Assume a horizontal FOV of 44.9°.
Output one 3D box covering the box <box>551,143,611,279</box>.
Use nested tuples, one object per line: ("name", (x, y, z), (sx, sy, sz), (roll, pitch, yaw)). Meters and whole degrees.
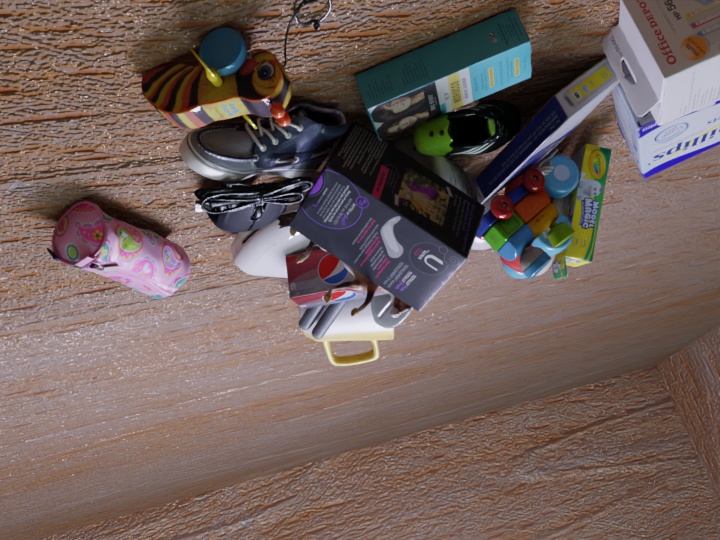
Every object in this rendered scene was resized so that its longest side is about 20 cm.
("box", (0.340, -0.085, 1.354), (0.048, 0.202, 0.117), (13, 178, 3))

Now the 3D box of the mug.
("mug", (-0.026, 0.073, 1.477), (0.151, 0.189, 0.149), (-10, 180, -4))

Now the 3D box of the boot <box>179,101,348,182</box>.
("boot", (-0.107, -0.156, 0.992), (0.199, 0.073, 0.090), (-9, 151, -48))

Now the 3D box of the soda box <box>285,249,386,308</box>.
("soda box", (0.000, 0.000, 1.212), (0.198, 0.064, 0.070), (-11, 162, 9))

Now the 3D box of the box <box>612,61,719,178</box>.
("box", (0.461, -0.243, 1.233), (0.183, 0.106, 0.200), (-25, 159, 13))

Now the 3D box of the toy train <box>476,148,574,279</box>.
("toy train", (0.260, -0.084, 1.235), (0.200, 0.116, 0.085), (-39, 172, -26))

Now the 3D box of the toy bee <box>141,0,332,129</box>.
("toy bee", (-0.115, -0.183, 0.846), (0.199, 0.110, 0.130), (-31, 155, 27))

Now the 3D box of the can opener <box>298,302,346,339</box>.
("can opener", (-0.027, 0.020, 1.383), (0.201, 0.052, 0.066), (-56, 178, 16))

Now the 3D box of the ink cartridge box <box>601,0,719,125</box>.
("ink cartridge box", (0.406, -0.281, 1.053), (0.198, 0.130, 0.125), (-24, 159, 8))

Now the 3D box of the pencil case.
("pencil case", (-0.301, -0.020, 1.109), (0.087, 0.088, 0.200), (-25, 160, 13))

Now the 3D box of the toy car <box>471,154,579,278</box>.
("toy car", (0.213, -0.094, 1.361), (0.198, 0.179, 0.184), (12, 166, -4))

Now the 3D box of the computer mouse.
("computer mouse", (-0.141, -0.075, 1.059), (0.137, 0.053, 0.200), (-9, -178, -17))

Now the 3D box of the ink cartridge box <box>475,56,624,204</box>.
("ink cartridge box", (0.238, -0.179, 1.169), (0.199, 0.047, 0.198), (-34, 172, -37))

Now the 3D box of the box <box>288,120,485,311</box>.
("box", (0.033, -0.066, 1.074), (0.122, 0.199, 0.106), (-51, -172, 45))

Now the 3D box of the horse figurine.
("horse figurine", (-0.018, -0.015, 1.122), (0.132, 0.200, 0.050), (-25, 161, -48))

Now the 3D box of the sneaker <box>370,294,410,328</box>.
("sneaker", (0.071, -0.005, 1.380), (0.070, 0.202, 0.080), (19, -168, 11))

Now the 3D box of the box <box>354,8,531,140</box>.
("box", (0.098, -0.226, 1.017), (0.198, 0.050, 0.082), (-22, 159, 4))

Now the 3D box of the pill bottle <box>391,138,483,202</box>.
("pill bottle", (0.102, -0.103, 1.231), (0.114, 0.115, 0.200), (-28, 157, 21))

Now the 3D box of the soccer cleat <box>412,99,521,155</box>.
("soccer cleat", (0.152, -0.180, 1.110), (0.199, 0.068, 0.081), (-18, -167, -40))

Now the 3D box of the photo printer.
("photo printer", (-0.077, -0.051, 1.258), (0.166, 0.070, 0.199), (-35, 155, 33))
